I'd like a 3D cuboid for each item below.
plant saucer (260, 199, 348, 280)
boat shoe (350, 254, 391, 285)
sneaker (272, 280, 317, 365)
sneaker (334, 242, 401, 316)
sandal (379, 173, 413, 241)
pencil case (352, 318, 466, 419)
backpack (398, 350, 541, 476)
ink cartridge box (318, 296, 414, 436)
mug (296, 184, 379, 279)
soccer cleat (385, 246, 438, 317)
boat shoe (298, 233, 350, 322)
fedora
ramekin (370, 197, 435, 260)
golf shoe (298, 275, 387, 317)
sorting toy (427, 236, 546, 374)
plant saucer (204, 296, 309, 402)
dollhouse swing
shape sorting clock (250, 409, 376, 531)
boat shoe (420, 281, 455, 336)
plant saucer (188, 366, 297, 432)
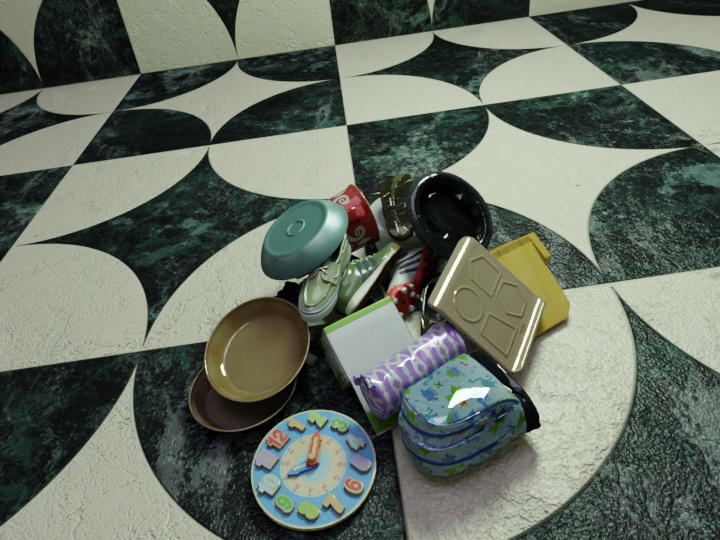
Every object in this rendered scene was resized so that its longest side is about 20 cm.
[{"bbox_3d":[-0.117,-0.071,1.056,0.196,0.036,0.203,-21,40,18],"label":"plant saucer"},{"bbox_3d":[-0.020,0.002,1.218,0.196,0.064,0.074,2,35,11],"label":"boat shoe"},{"bbox_3d":[-0.125,0.091,1.071,0.115,0.075,0.199,-55,43,1],"label":"sneaker"},{"bbox_3d":[0.000,0.000,1.100,0.089,0.068,0.201,30,57,14],"label":"sneaker"},{"bbox_3d":[0.089,-0.137,1.232,0.080,0.055,0.204,-11,51,7],"label":"sandal"},{"bbox_3d":[0.084,0.161,0.916,0.197,0.085,0.085,-27,45,-26],"label":"pencil case"},{"bbox_3d":[0.150,0.219,0.851,0.198,0.155,0.163,-35,41,-9],"label":"backpack"},{"bbox_3d":[0.033,0.173,0.985,0.145,0.076,0.203,-23,73,-21],"label":"ink cartridge box"},{"bbox_3d":[-0.076,-0.088,1.159,0.197,0.179,0.135,-29,63,-12],"label":"mug"},{"bbox_3d":[0.087,0.025,1.146,0.084,0.069,0.201,5,46,39],"label":"soccer cleat"},{"bbox_3d":[-0.069,0.004,1.022,0.070,0.063,0.202,6,46,15],"label":"boat shoe"},{"bbox_3d":[0.174,-0.100,1.155,0.195,0.092,0.206,5,69,-13],"label":"fedora"},{"bbox_3d":[0.116,-0.100,1.295,0.197,0.096,0.204,-6,37,4],"label":"ramekin"},{"bbox_3d":[-0.041,0.053,1.142,0.194,0.079,0.096,-3,37,8],"label":"golf shoe"},{"bbox_3d":[0.225,0.060,0.983,0.198,0.037,0.186,37,53,-3],"label":"sorting toy"},{"bbox_3d":[-0.181,0.143,0.990,0.195,0.036,0.204,-7,56,10],"label":"plant saucer"},{"bbox_3d":[0.285,0.050,1.120,0.197,0.179,0.181,-24,-2,-20],"label":"dollhouse swing"},{"bbox_3d":[-0.073,0.300,0.857,0.194,0.040,0.202,-6,37,4],"label":"shape sorting clock"},{"bbox_3d":[0.145,0.104,1.053,0.070,0.062,0.203,-6,37,2],"label":"boat shoe"},{"bbox_3d":[-0.208,0.216,0.996,0.195,0.037,0.203,-5,38,4],"label":"plant saucer"}]
